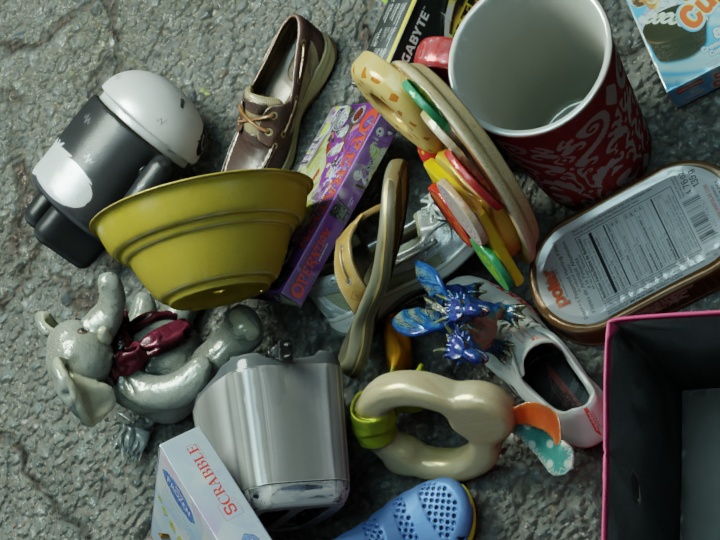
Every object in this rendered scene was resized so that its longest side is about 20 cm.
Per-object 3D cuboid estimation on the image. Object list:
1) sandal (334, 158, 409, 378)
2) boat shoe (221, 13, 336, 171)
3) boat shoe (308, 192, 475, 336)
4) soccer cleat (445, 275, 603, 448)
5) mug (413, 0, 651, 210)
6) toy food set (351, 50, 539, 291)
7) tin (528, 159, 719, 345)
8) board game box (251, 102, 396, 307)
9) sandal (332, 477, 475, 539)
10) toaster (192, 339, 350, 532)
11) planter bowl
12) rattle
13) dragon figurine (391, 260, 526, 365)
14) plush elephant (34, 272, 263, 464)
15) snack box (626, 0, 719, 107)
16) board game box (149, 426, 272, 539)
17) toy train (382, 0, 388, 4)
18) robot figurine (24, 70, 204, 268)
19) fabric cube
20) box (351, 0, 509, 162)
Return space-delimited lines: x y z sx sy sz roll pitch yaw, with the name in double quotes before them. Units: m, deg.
"sandal" 0.000 0.000 1.267 0.053 0.081 0.202 16 119 1
"boat shoe" -0.093 -0.154 1.459 0.072 0.072 0.202 25 84 32
"boat shoe" 0.041 -0.020 1.329 0.201 0.065 0.075 -34 18 19
"soccer cleat" 0.134 0.065 1.244 0.068 0.085 0.200 -38 59 -6
"mug" 0.153 -0.148 1.246 0.134 0.200 0.178 -46 60 3
"toy food set" 0.074 -0.083 1.193 0.048 0.201 0.198 -35 37 -3
"tin" 0.233 -0.017 1.257 0.199 0.042 0.113 -29 56 16
"board game box" -0.039 -0.063 1.377 0.120 0.032 0.201 8 66 59
"sandal" 0.008 0.240 1.251 0.199 0.087 0.080 -38 57 8
"toaster" -0.072 0.148 1.277 0.200 0.112 0.131 136 129 -61
"planter bowl" -0.129 -0.016 1.297 0.198 0.200 0.084 -16 78 22
"rattle" 0.098 0.098 1.254 0.199 0.131 0.143 -17 21 36
"dragon figurine" 0.064 0.030 1.213 0.200 0.099 0.059 30 99 56
"plush elephant" -0.219 0.070 1.382 0.201 0.154 0.165 -55 39 7
"snack box" 0.335 -0.236 1.284 0.199 0.037 0.117 -27 61 17
"board game box" -0.106 0.260 1.233 0.041 0.200 0.201 -25 64 -25
"toy train" 0.051 -0.232 1.386 0.084 0.116 0.201 31 87 33
"robot figurine" -0.241 -0.101 1.490 0.150 0.125 0.201 40 93 15
"fabric cube" 0.292 0.150 1.068 0.194 0.199 0.202 -4 69 25
"box" 0.099 -0.214 1.327 0.049 0.159 0.202 13 76 55
